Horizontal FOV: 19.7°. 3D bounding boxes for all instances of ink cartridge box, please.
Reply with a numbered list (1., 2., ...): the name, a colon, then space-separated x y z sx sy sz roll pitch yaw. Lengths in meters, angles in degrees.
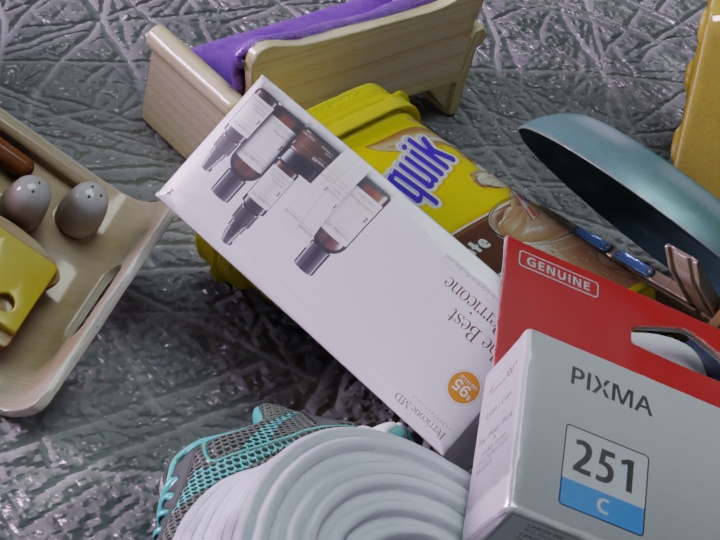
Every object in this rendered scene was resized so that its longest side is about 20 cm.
1. ink cartridge box: 0.149 0.075 0.902 0.199 0.045 0.177 23 48 -14

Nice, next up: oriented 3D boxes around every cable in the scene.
1. cable: 0.011 0.159 0.823 0.200 0.069 0.200 41 38 -11

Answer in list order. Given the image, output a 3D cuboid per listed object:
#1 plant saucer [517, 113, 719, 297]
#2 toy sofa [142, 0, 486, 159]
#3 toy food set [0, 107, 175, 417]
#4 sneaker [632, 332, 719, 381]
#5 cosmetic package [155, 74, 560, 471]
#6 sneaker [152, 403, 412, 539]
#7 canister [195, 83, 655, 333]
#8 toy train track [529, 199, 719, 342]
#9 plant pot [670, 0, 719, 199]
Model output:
1. plant saucer: 0.169 -0.023 1.096 0.200 0.027 0.200 39 0 0
2. toy sofa: -0.024 -0.130 1.215 0.199 0.098 0.083 -22 50 -37
3. toy food set: -0.200 -0.039 0.998 0.200 0.060 0.144 35 56 -8
4. sneaker: 0.145 0.115 0.958 0.080 0.077 0.201 10 45 -26
5. cosmetic package: 0.000 0.000 0.992 0.200 0.083 0.051 41 0 22
6. sneaker: -0.063 0.119 0.922 0.091 0.078 0.200 19 31 31
7. canister: 0.036 0.001 1.080 0.200 0.087 0.148 37 43 24
8. toy train track: 0.152 0.016 1.119 0.033 0.115 0.200 -47 46 -9
9. plant pot: 0.294 -0.109 1.229 0.199 0.195 0.196 12 37 6
